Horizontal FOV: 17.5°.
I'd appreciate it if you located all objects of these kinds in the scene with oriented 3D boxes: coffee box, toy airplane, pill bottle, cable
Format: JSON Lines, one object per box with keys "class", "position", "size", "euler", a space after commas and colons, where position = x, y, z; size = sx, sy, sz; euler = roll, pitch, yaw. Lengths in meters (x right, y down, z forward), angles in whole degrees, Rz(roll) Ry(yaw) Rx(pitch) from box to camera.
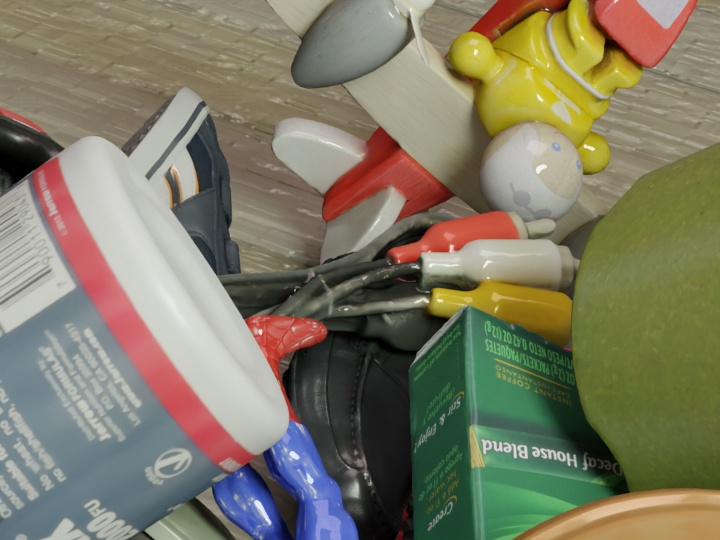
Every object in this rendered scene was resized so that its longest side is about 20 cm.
{"class": "coffee box", "position": [0.078, 0.115, 0.783], "size": [0.122, 0.044, 0.201], "euler": [24, 41, -22]}
{"class": "toy airplane", "position": [0.054, -0.060, 1.031], "size": [0.199, 0.200, 0.141], "euler": [-3, 33, -8]}
{"class": "pill bottle", "position": [-0.135, 0.058, 0.768], "size": [0.199, 0.120, 0.120], "euler": [-34, 35, 3]}
{"class": "cable", "position": [0.000, 0.000, 0.907], "size": [0.199, 0.051, 0.097], "euler": [3, 35, -28]}

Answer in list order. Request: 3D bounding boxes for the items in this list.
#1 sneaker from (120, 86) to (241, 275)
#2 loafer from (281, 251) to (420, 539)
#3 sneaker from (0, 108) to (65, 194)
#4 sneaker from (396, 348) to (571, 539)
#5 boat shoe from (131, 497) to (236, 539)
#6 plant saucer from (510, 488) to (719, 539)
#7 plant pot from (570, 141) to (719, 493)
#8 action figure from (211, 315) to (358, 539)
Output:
{"class": "sneaker", "position": [-0.091, -0.004, 0.997], "size": [0.079, 0.078, 0.200], "euler": [41, 32, -10]}
{"class": "loafer", "position": [0.010, 0.045, 0.943], "size": [0.070, 0.068, 0.201], "euler": [-16, 24, 10]}
{"class": "sneaker", "position": [-0.193, -0.029, 0.878], "size": [0.199, 0.071, 0.098], "euler": [-3, 7, -29]}
{"class": "sneaker", "position": [0.089, 0.083, 0.899], "size": [0.095, 0.080, 0.200], "euler": [27, 34, 25]}
{"class": "boat shoe", "position": [-0.125, 0.078, 0.873], "size": [0.201, 0.061, 0.072], "euler": [33, 0, 32]}
{"class": "plant saucer", "position": [0.098, 0.161, 0.666], "size": [0.199, 0.201, 0.037], "euler": [7, -12, -3]}
{"class": "plant pot", "position": [0.175, 0.016, 0.752], "size": [0.200, 0.202, 0.184], "euler": [-20, 5, -41]}
{"class": "action figure", "position": [0.008, 0.118, 0.807], "size": [0.099, 0.065, 0.201], "euler": [11, 51, -33]}
